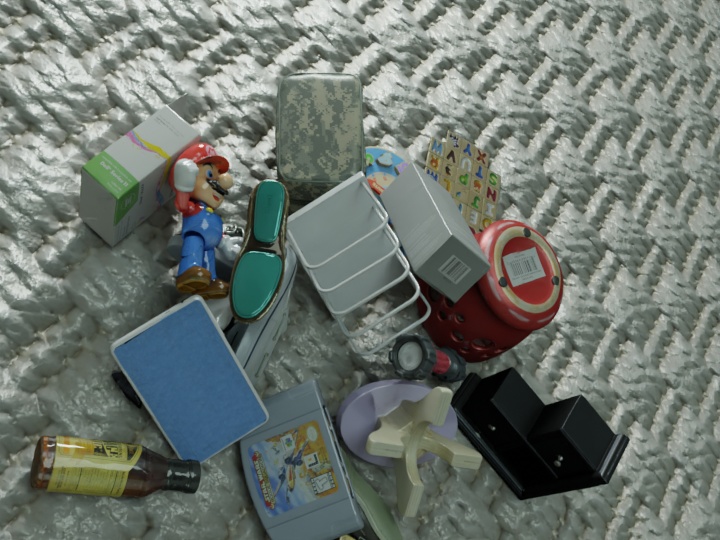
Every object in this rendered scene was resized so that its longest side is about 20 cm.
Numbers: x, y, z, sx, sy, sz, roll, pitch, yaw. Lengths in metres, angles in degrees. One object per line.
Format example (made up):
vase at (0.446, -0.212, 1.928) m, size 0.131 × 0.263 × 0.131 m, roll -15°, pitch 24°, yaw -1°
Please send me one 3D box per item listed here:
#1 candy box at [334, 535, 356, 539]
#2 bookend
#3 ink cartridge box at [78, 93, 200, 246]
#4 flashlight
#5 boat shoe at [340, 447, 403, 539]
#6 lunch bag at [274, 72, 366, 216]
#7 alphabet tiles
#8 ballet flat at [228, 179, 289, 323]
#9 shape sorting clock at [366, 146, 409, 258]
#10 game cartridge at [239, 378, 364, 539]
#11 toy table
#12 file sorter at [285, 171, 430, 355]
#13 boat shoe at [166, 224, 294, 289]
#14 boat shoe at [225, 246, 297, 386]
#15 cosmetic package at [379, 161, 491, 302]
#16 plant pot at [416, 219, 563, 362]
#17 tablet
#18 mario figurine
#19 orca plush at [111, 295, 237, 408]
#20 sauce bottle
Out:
candy box at (0.021, 0.455, 1.097) m, size 0.198 × 0.055 × 0.117 m, roll 34°, pitch 58°, yaw -15°
bookend at (0.268, 0.238, 1.251) m, size 0.200 × 0.199 × 0.092 m, roll 49°, pitch 54°, yaw -6°
ink cartridge box at (-0.285, -0.140, 1.103) m, size 0.067 × 0.118 × 0.200 m, roll 38°, pitch 55°, yaw 4°
flashlight at (0.109, 0.138, 1.215) m, size 0.199 × 0.067 × 0.069 m, roll 26°, pitch 58°, yaw -60°
boat shoe at (-0.012, 0.327, 1.128) m, size 0.203 × 0.060 × 0.072 m, roll 54°, pitch 13°, yaw -7°
lunch bag at (-0.061, -0.172, 1.233) m, size 0.136 × 0.168 × 0.205 m, roll -2°, pitch 67°, yaw -2°
alphabet tiles at (0.185, -0.152, 1.475) m, size 0.164 × 0.006 × 0.204 m, roll 25°, pitch 60°, yaw -22°
ballet flat at (-0.129, -0.019, 1.074) m, size 0.069 × 0.065 × 0.204 m, roll 13°, pitch 69°, yaw -3°
shape sorting clock at (0.046, -0.115, 1.353) m, size 0.196 × 0.039 × 0.205 m, roll 12°, pitch 66°, yaw -27°
game cartridge at (-0.086, 0.262, 1.073) m, size 0.131 × 0.042 × 0.204 m, roll -21°, pitch 75°, yaw 3°
toy table at (0.074, 0.235, 1.149) m, size 0.196 × 0.117 × 0.188 m, roll 0°, pitch 105°, yaw -24°
file sorter at (0.000, 0.000, 1.141) m, size 0.137 × 0.125 × 0.202 m, roll -30°, pitch 131°, yaw -2°
boat shoe at (-0.178, -0.028, 1.155) m, size 0.196 × 0.073 × 0.070 m, roll 16°, pitch 67°, yaw -26°
boat shoe at (-0.133, 0.066, 1.124) m, size 0.066 × 0.073 × 0.203 m, roll 28°, pitch 94°, yaw -36°
cosmetic package at (0.111, -0.063, 1.242) m, size 0.106 × 0.090 × 0.201 m, roll 34°, pitch 20°, yaw -34°
plant pot at (0.216, 0.032, 1.315) m, size 0.197 × 0.182 × 0.205 m, roll 11°, pitch 67°, yaw -28°
tablet at (-0.212, 0.144, 1.028) m, size 0.128 × 0.014 × 0.203 m, roll -30°, pitch 113°, yaw -9°
mario figurine at (-0.193, -0.072, 1.051) m, size 0.103 × 0.124 × 0.205 m, roll 0°, pitch 72°, yaw -17°
orca plush at (-0.225, 0.107, 1.077) m, size 0.201 × 0.104 × 0.072 m, roll -51°, pitch 137°, yaw -28°
sauce bottle at (-0.293, 0.241, 0.984) m, size 0.196 × 0.066 × 0.068 m, roll 13°, pitch 64°, yaw -29°
